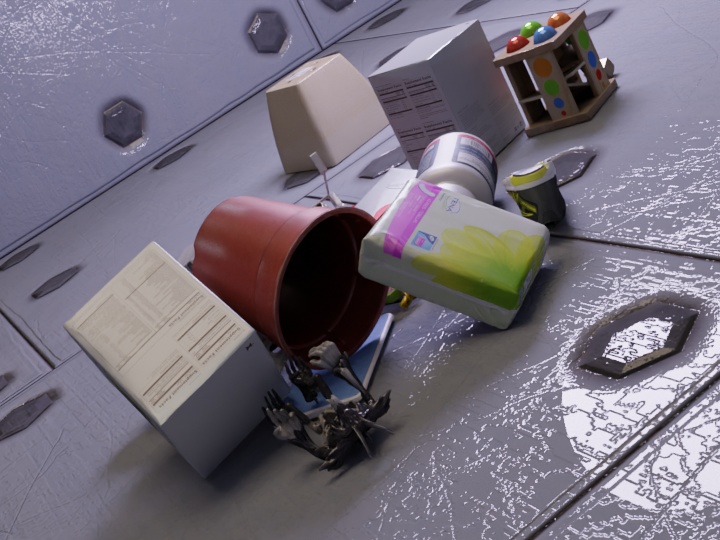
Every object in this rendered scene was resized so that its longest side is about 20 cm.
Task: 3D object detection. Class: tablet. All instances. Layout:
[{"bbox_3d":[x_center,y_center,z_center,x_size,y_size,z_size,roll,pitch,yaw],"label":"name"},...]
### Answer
[{"bbox_3d":[-0.031,0.124,1.478,0.129,0.014,0.201,-21,21,23],"label":"tablet"}]

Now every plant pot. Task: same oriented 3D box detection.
[{"bbox_3d":[-0.082,-0.339,2.482,0.199,0.179,0.199,-40,22,-29],"label":"plant pot"},{"bbox_3d":[-0.098,-0.002,1.482,0.194,0.203,0.200,20,48,40],"label":"plant pot"}]

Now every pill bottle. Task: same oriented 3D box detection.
[{"bbox_3d":[0.131,-0.107,1.666,0.118,0.121,0.201,-22,20,20],"label":"pill bottle"}]

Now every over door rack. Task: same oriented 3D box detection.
[{"bbox_3d":[-0.100,-0.092,1.928,0.147,0.067,0.200,-37,-19,-4],"label":"over door rack"}]

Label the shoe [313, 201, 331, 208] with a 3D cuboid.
[{"bbox_3d":[-0.068,-0.031,1.829,0.069,0.054,0.201,-24,31,28],"label":"shoe"}]

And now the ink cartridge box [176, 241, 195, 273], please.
[{"bbox_3d":[-0.196,0.007,1.681,0.199,0.116,0.067,-28,28,46],"label":"ink cartridge box"}]

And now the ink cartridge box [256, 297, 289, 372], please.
[{"bbox_3d":[-0.167,0.086,1.566,0.197,0.051,0.163,12,45,19],"label":"ink cartridge box"}]

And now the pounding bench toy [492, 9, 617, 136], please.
[{"bbox_3d":[0.330,-0.346,1.925,0.123,0.157,0.200,-11,25,42],"label":"pounding bench toy"}]

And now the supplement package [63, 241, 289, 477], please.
[{"bbox_3d":[-0.217,0.106,1.409,0.151,0.152,0.199,-44,57,-14],"label":"supplement package"}]

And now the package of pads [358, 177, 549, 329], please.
[{"bbox_3d":[0.116,-0.024,1.415,0.197,0.069,0.155,21,40,14],"label":"package of pads"}]

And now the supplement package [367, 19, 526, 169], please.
[{"bbox_3d":[0.144,-0.280,1.959,0.149,0.202,0.152,-6,28,49],"label":"supplement package"}]

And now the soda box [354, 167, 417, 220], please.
[{"bbox_3d":[0.024,-0.067,1.758,0.068,0.064,0.200,12,49,44],"label":"soda box"}]

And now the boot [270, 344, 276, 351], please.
[{"bbox_3d":[-0.216,0.129,1.632,0.198,0.077,0.168,-2,36,41],"label":"boot"}]

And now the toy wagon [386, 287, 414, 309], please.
[{"bbox_3d":[0.000,0.000,1.611,0.199,0.040,0.156,22,77,47],"label":"toy wagon"}]

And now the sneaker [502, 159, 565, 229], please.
[{"bbox_3d":[0.232,-0.093,1.562,0.073,0.086,0.200,-18,-1,11],"label":"sneaker"}]

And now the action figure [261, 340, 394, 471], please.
[{"bbox_3d":[-0.045,0.150,1.295,0.119,0.102,0.199,-51,25,-16],"label":"action figure"}]
